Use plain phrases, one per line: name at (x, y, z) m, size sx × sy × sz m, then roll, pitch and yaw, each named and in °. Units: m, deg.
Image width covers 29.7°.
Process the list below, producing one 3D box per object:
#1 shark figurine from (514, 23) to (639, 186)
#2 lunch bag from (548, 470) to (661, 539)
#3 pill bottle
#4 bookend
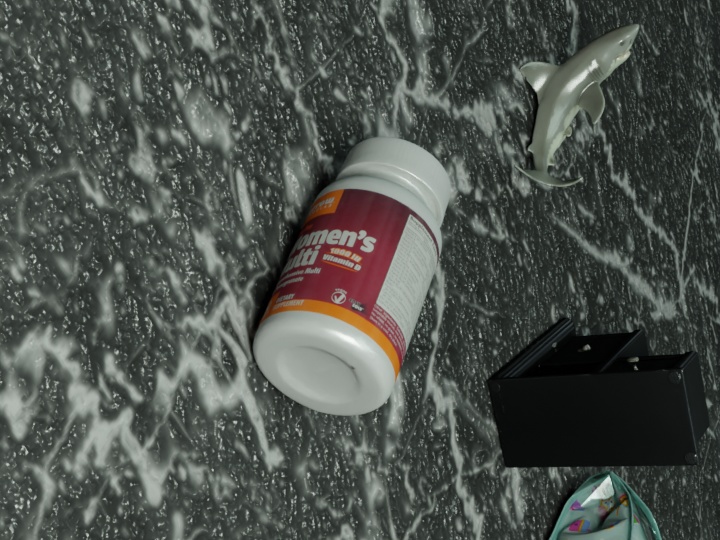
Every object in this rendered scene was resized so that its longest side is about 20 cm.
shark figurine at (0.198, -0.173, 1.429) m, size 0.089 × 0.128 × 0.216 m, roll 36°, pitch 70°, yaw -18°
lunch bag at (0.259, 0.326, 1.380) m, size 0.172 × 0.121 × 0.201 m, roll 65°, pitch 29°, yaw -23°
pill bottle at (0.000, 0.000, 1.033) m, size 0.110 × 0.108 × 0.201 m, roll 55°, pitch 42°, yaw -37°
bookend at (0.260, 0.113, 1.340) m, size 0.198 × 0.198 × 0.093 m, roll -29°, pitch 109°, yaw -54°
